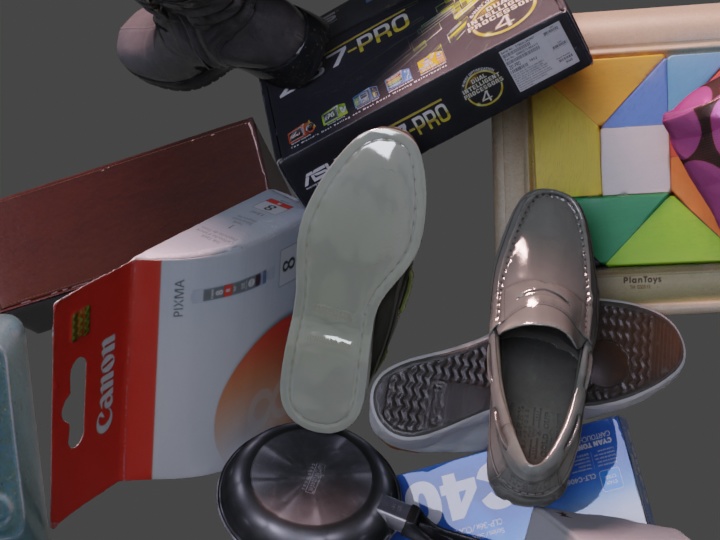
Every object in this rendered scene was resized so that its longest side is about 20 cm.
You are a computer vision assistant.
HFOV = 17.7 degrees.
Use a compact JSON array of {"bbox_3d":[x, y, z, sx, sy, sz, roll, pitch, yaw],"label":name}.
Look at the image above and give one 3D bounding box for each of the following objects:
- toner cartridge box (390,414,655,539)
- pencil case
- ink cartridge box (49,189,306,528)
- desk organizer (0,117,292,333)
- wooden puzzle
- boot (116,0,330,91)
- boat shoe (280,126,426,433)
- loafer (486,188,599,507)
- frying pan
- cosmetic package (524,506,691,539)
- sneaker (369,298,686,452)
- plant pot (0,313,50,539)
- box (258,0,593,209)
[{"bbox_3d":[0.080,0.162,1.444,0.199,0.043,0.095,-17,80,11],"label":"toner cartridge box"},{"bbox_3d":[0.267,-0.031,1.391,0.091,0.094,0.201,-27,91,29],"label":"pencil case"},{"bbox_3d":[-0.104,0.057,1.397,0.050,0.200,0.163,22,123,27],"label":"ink cartridge box"},{"bbox_3d":[-0.143,-0.028,1.515,0.199,0.072,0.077,-17,75,11],"label":"desk organizer"},{"bbox_3d":[0.173,-0.071,1.460,0.184,0.037,0.201,-3,81,14],"label":"wooden puzzle"},{"bbox_3d":[-0.122,-0.171,1.465,0.200,0.131,0.070,2,70,48],"label":"boot"},{"bbox_3d":[-0.003,-0.001,1.402,0.072,0.060,0.202,17,115,5],"label":"boat shoe"},{"bbox_3d":[0.109,0.039,1.369,0.070,0.070,0.201,4,66,-1],"label":"loafer"},{"bbox_3d":[-0.002,0.154,1.398,0.190,0.031,0.115,34,52,24],"label":"frying pan"},{"bbox_3d":[0.132,0.249,1.361,0.101,0.071,0.201,11,99,-21],"label":"cosmetic package"},{"bbox_3d":[0.101,0.068,1.443,0.199,0.085,0.073,-11,73,-5],"label":"sneaker"},{"bbox_3d":[-0.281,0.119,1.389,0.195,0.200,0.197,-5,79,-19],"label":"plant pot"},{"bbox_3d":[0.035,-0.133,1.450,0.199,0.161,0.049,-28,119,9],"label":"box"}]
